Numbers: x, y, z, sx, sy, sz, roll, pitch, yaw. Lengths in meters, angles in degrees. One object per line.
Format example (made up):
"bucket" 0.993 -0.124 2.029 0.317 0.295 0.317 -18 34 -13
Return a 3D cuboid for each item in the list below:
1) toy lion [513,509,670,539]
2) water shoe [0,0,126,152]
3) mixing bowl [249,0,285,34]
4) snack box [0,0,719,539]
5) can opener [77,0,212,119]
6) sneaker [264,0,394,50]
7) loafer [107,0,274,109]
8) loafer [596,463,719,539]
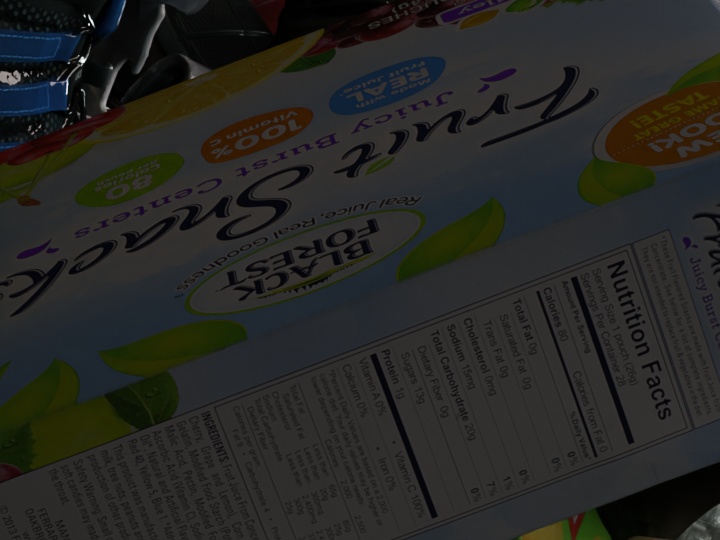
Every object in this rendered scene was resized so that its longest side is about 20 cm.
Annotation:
"toy lion" 0.026 0.102 0.734 0.192 0.068 0.201 -61 147 -47
"water shoe" -0.090 -0.063 0.757 0.072 0.079 0.201 -108 177 -50
"mixing bowl" -0.009 -0.004 1.085 0.108 0.199 0.201 -49 119 -71
"snack box" -0.005 0.003 0.627 0.169 0.199 0.068 -106 174 -67
"can opener" -0.045 -0.093 0.844 0.067 0.200 0.053 26 14 -39
"sneaker" 0.000 -0.090 0.957 0.200 0.075 0.091 -60 147 -68
"loafer" -0.081 -0.089 1.022 0.072 0.063 0.201 2 51 -58
"loafer" 0.094 0.035 0.840 0.073 0.071 0.200 55 -31 -5
